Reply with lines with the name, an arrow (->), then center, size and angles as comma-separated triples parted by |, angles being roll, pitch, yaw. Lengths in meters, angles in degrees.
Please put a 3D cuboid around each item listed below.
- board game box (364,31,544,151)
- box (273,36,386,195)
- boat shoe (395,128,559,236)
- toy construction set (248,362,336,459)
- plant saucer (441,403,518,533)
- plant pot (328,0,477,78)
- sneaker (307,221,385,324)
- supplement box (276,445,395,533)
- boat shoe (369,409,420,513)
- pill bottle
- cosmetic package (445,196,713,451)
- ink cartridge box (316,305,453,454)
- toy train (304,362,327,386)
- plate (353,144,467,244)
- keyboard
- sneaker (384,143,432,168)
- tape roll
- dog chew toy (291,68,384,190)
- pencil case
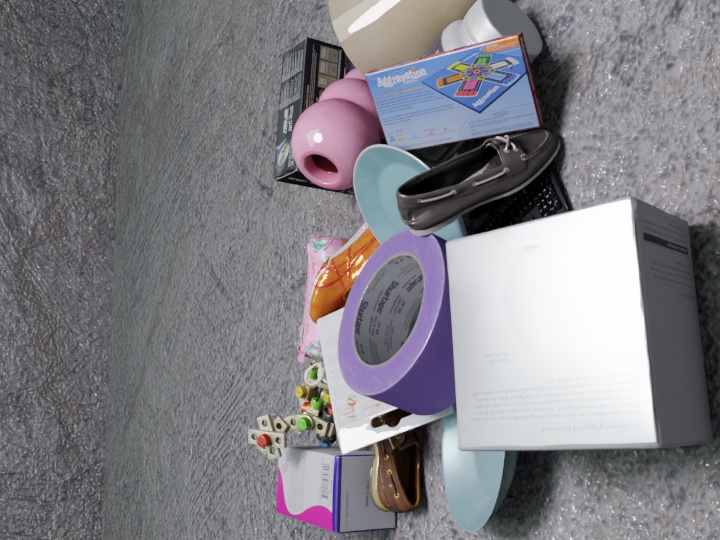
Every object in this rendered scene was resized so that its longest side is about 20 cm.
board game box -> 0.105, -0.200, 0.916 | 0.198, 0.019, 0.104 | -4, 118, 35
box -> -0.038, -0.228, 1.213 | 0.086, 0.162, 0.203 | -7, 79, 59
boat shoe -> 0.130, -0.110, 0.879 | 0.198, 0.057, 0.067 | -31, 37, 0
toy construction set -> -0.073, 0.208, 1.180 | 0.130, 0.200, 0.093 | 21, 118, 23
plant saucer -> 0.140, 0.191, 0.899 | 0.201, 0.038, 0.204 | -175, 90, -78
plant pot -> 0.091, -0.356, 1.023 | 0.199, 0.186, 0.190 | -27, 60, 40
sneaker -> 0.000, 0.000, 1.120 | 0.201, 0.073, 0.077 | -50, 53, 4
supplement box -> -0.040, 0.314, 1.161 | 0.199, 0.102, 0.103 | -11, 75, 58
boat shoe -> 0.052, 0.220, 1.056 | 0.067, 0.071, 0.203 | -11, 79, 53
pill bottle -> 0.123, -0.231, 0.974 | 0.200, 0.112, 0.114 | -45, 46, 42
cosmetic package -> 0.195, 0.061, 0.730 | 0.198, 0.122, 0.203 | -12, 74, 43
ink cartridge box -> 0.034, 0.126, 1.035 | 0.158, 0.047, 0.202 | -24, 56, 15
toy train -> -0.004, 0.084, 1.156 | 0.149, 0.056, 0.202 | -3, 60, 39
plate -> 0.068, -0.074, 1.010 | 0.199, 0.025, 0.202 | 37, 147, 28
keyboard -> 0.162, -0.054, 0.945 | 0.200, 0.039, 0.105 | -47, 45, 45
sneaker -> 0.068, -0.177, 1.092 | 0.076, 0.087, 0.203 | -44, 46, 50
tape roll -> 0.063, 0.059, 0.921 | 0.200, 0.084, 0.202 | -38, 40, 41
dog chew toy -> -0.015, -0.209, 1.111 | 0.124, 0.124, 0.201 | -35, 22, 52
pencil case -> -0.053, 0.048, 1.262 | 0.087, 0.086, 0.203 | -2, 81, 60
